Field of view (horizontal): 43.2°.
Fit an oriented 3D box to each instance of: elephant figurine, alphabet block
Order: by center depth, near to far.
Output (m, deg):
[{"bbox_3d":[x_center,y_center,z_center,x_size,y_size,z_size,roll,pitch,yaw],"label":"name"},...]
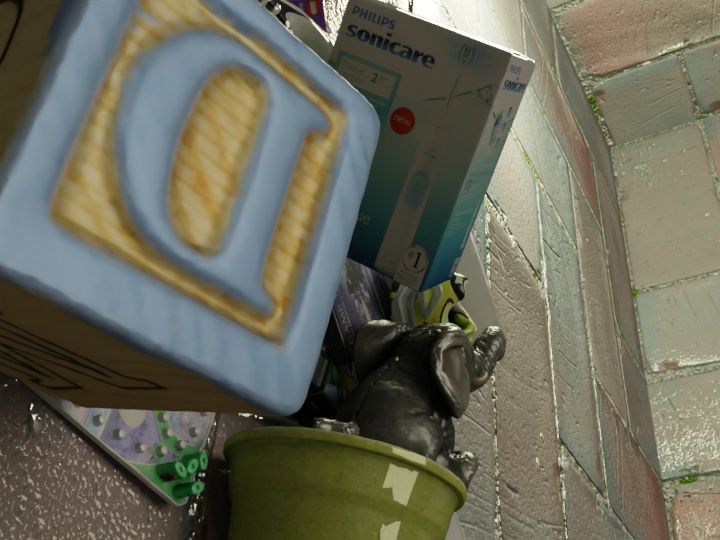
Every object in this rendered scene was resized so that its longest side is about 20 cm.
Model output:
[{"bbox_3d":[-0.137,-0.041,0.501,0.196,0.199,0.197,37,59,-39],"label":"alphabet block"},{"bbox_3d":[0.053,0.099,0.817,0.156,0.140,0.202,93,15,-65],"label":"elephant figurine"}]

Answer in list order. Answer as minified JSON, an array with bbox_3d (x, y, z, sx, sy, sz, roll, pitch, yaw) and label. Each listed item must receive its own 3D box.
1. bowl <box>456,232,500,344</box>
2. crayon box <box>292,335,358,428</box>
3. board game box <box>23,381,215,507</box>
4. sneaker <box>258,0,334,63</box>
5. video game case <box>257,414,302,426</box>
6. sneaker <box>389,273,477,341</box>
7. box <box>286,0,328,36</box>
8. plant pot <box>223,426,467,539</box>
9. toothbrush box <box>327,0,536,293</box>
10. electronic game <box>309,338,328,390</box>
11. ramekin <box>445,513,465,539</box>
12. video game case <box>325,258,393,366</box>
[{"bbox_3d":[0.068,0.003,1.072,0.200,0.074,0.202,8,-62,69],"label":"bowl"},{"bbox_3d":[-0.010,0.088,0.918,0.126,0.051,0.201,57,29,-34],"label":"crayon box"},{"bbox_3d":[-0.159,0.037,0.678,0.200,0.026,0.201,52,33,-33],"label":"board game box"},{"bbox_3d":[-0.095,-0.203,0.714,0.199,0.080,0.130,42,4,-13],"label":"sneaker"},{"bbox_3d":[-0.072,0.077,0.873,0.200,0.018,0.145,34,46,-55],"label":"video game case"},{"bbox_3d":[0.081,0.083,0.940,0.076,0.076,0.201,-65,151,-44],"label":"sneaker"},{"bbox_3d":[-0.057,-0.197,0.905,0.137,0.039,0.202,-116,-165,-52],"label":"box"},{"bbox_3d":[-0.031,0.241,0.689,0.200,0.199,0.186,46,48,-46],"label":"plant pot"},{"bbox_3d":[0.037,-0.106,0.755,0.085,0.145,0.202,-17,131,-66],"label":"toothbrush box"},{"bbox_3d":[-0.075,0.007,0.779,0.200,0.041,0.202,-22,90,-88],"label":"electronic game"},{"bbox_3d":[0.039,0.298,0.887,0.202,0.093,0.204,44,38,-49],"label":"ramekin"},{"bbox_3d":[0.000,0.000,0.910,0.200,0.019,0.144,-25,97,-64],"label":"video game case"}]
